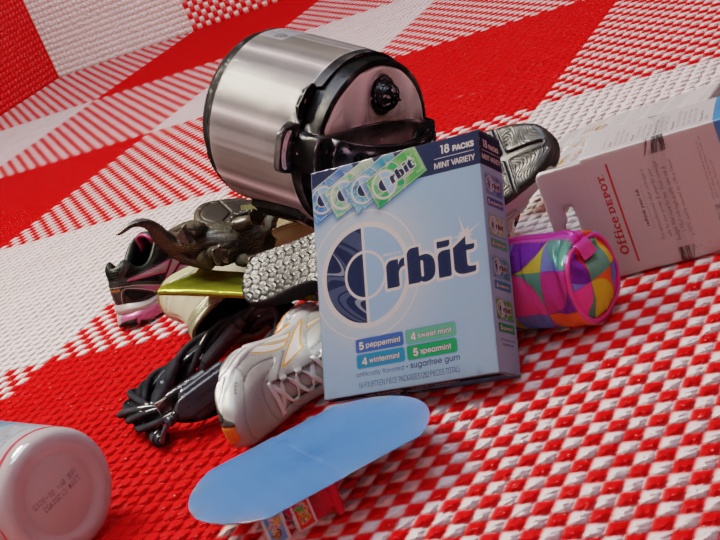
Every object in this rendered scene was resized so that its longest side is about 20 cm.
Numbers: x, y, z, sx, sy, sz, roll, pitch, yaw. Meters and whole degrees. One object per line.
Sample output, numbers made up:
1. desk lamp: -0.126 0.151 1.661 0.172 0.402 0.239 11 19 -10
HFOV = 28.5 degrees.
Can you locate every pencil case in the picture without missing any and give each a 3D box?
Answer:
1. pencil case: 0.124 0.010 1.224 0.198 0.089 0.088 -4 27 41

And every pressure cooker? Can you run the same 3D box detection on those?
1. pressure cooker: -0.033 -0.133 1.360 0.198 0.179 0.177 19 65 37

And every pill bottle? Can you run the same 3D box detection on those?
1. pill bottle: -0.312 0.186 1.237 0.199 0.110 0.109 -2 28 47

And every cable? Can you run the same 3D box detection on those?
1. cable: -0.141 0.096 1.373 0.199 0.051 0.163 -39 16 -19

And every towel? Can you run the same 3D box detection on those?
1. towel: -0.096 0.013 1.396 0.197 0.018 0.086 1 10 25

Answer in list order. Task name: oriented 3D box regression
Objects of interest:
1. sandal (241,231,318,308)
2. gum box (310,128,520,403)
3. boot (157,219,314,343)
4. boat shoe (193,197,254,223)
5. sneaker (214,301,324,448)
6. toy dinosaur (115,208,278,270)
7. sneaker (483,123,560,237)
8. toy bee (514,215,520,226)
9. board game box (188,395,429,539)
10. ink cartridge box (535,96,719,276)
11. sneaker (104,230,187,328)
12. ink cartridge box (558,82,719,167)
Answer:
1. sandal: -0.024 -0.006 1.306 0.198 0.045 0.076 -15 56 37
2. gum box: 0.043 0.000 1.194 0.168 0.203 0.044 -12 -15 31
3. boot: -0.114 0.010 1.535 0.198 0.073 0.154 -29 21 -13
4. boat shoe: -0.095 -0.046 1.660 0.197 0.077 0.072 -2 39 -3
5. sneaker: -0.052 0.086 1.257 0.091 0.076 0.200 -5 27 33
6. toy dinosaur: -0.152 -0.027 1.445 0.198 0.078 0.102 -14 1 -23
7. sneaker: 0.128 -0.063 1.326 0.115 0.077 0.200 14 -39 -44
8. toy bee: 0.063 -0.059 1.467 0.199 0.130 0.110 30 95 48
9. board game box: -0.035 0.159 1.093 0.198 0.039 0.158 -26 13 -21
10. ink cartridge box: 0.264 -0.072 1.228 0.198 0.117 0.067 -15 21 24
11. sneaker: -0.235 -0.016 1.723 0.079 0.087 0.200 -9 23 32
12. ink cartridge box: 0.272 -0.117 1.472 0.199 0.051 0.162 -19 18 41
